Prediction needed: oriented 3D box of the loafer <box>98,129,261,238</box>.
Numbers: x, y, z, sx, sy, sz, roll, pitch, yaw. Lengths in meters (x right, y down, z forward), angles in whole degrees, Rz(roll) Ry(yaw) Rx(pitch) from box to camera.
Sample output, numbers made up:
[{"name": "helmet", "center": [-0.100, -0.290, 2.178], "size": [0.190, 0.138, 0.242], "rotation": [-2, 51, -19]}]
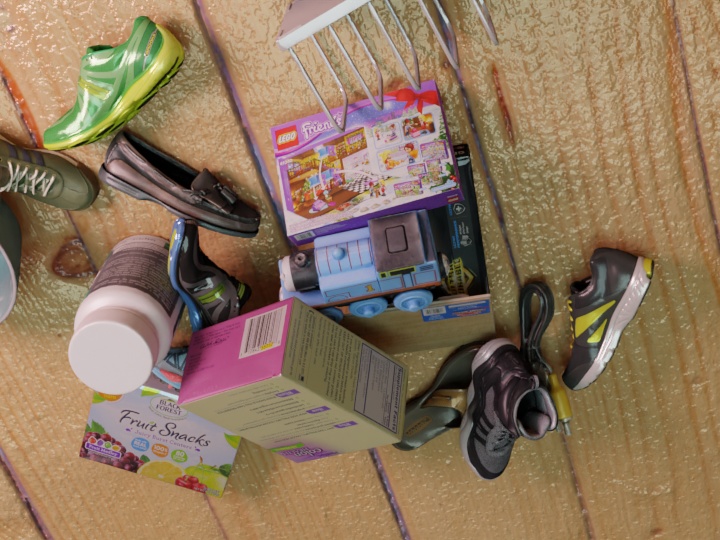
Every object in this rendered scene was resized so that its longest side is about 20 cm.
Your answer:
[{"name": "loafer", "center": [-0.205, -0.099, 1.240], "size": [0.198, 0.072, 0.063], "rotation": [22, 110, -6]}]

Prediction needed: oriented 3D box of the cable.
[{"name": "cable", "center": [0.222, 0.108, 1.342], "size": [0.050, 0.097, 0.202], "rotation": [-11, 101, -33]}]

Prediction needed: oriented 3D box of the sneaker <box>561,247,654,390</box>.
[{"name": "sneaker", "center": [0.286, 0.055, 1.304], "size": [0.084, 0.074, 0.201], "rotation": [28, 118, 11]}]

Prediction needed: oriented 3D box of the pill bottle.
[{"name": "pill bottle", "center": [-0.267, 0.049, 1.242], "size": [0.112, 0.201, 0.114], "rotation": [1, 117, 2]}]

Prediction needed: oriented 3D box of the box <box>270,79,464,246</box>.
[{"name": "box", "center": [0.005, -0.119, 1.188], "size": [0.198, 0.138, 0.039], "rotation": [-14, 159, 10]}]

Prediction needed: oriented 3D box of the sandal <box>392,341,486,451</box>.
[{"name": "sandal", "center": [0.110, 0.173, 1.370], "size": [0.200, 0.055, 0.082], "rotation": [-40, 111, 19]}]

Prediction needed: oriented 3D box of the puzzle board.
[{"name": "puzzle board", "center": [0.064, 0.067, 1.295], "size": [0.198, 0.018, 0.151], "rotation": [-9, 156, 6]}]

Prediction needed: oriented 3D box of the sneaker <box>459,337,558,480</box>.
[{"name": "sneaker", "center": [0.181, 0.193, 1.306], "size": [0.075, 0.114, 0.202], "rotation": [-10, 118, -23]}]

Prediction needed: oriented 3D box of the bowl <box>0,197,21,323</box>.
[{"name": "bowl", "center": [-0.480, -0.033, 1.252], "size": [0.198, 0.105, 0.202], "rotation": [5, 128, 7]}]

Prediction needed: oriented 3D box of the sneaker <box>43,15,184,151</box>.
[{"name": "sneaker", "center": [-0.284, -0.207, 1.193], "size": [0.199, 0.074, 0.084], "rotation": [-37, 92, 17]}]

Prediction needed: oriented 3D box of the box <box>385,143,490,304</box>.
[{"name": "box", "center": [0.066, -0.041, 1.268], "size": [0.157, 0.046, 0.202], "rotation": [-8, 117, 6]}]

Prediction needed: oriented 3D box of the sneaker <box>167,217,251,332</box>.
[{"name": "sneaker", "center": [-0.172, 0.015, 1.249], "size": [0.082, 0.071, 0.201], "rotation": [-12, 128, 7]}]

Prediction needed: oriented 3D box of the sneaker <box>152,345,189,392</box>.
[{"name": "sneaker", "center": [-0.182, 0.111, 1.354], "size": [0.198, 0.079, 0.096], "rotation": [19, 98, -11]}]

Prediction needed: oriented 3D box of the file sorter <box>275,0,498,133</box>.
[{"name": "file sorter", "center": [0.033, -0.256, 1.109], "size": [0.199, 0.139, 0.125], "rotation": [-27, 115, 15]}]

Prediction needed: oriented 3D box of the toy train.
[{"name": "toy train", "center": [0.000, 0.000, 1.190], "size": [0.198, 0.088, 0.115], "rotation": [-11, 150, 5]}]

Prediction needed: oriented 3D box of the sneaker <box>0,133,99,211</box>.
[{"name": "sneaker", "center": [-0.406, -0.112, 1.227], "size": [0.199, 0.090, 0.067], "rotation": [27, 115, -11]}]

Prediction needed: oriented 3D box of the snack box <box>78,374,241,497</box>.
[{"name": "snack box", "center": [-0.257, 0.206, 1.405], "size": [0.198, 0.053, 0.143], "rotation": [17, 115, -6]}]

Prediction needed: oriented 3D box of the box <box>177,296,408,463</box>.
[{"name": "box", "center": [-0.074, 0.133, 1.227], "size": [0.175, 0.098, 0.199], "rotation": [-20, 140, 39]}]
